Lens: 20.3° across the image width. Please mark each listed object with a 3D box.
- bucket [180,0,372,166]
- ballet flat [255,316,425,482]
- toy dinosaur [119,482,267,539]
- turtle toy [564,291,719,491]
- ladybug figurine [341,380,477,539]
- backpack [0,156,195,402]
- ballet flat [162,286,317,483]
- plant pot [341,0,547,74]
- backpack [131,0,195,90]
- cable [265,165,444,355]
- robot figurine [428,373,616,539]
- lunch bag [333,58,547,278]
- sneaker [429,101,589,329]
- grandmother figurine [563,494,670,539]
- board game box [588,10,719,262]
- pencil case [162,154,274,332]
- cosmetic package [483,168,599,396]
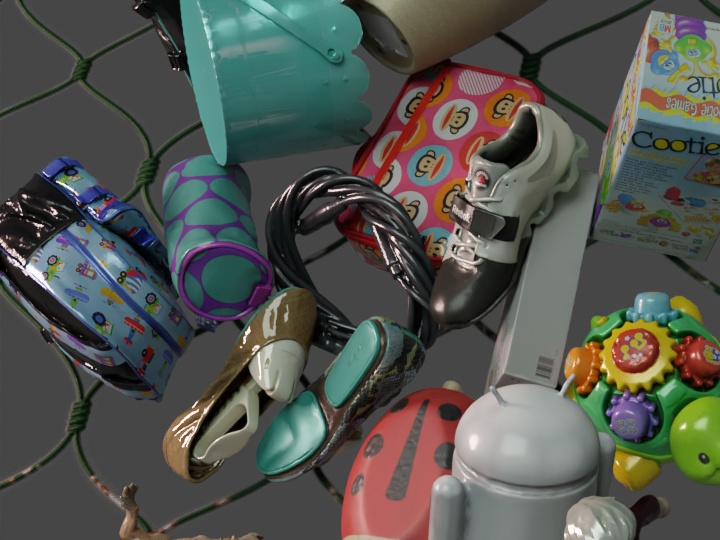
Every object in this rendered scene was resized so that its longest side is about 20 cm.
[{"bbox_3d":[-0.080,-0.195,1.809,0.134,0.208,0.208,-12,54,-11],"label":"bucket"},{"bbox_3d":[-0.012,0.118,1.708,0.200,0.074,0.075,-47,45,35],"label":"ballet flat"},{"bbox_3d":[-0.173,0.276,1.690,0.135,0.086,0.200,38,86,28],"label":"toy dinosaur"},{"bbox_3d":[0.243,0.098,1.597,0.145,0.101,0.200,-40,54,-2],"label":"turtle toy"},{"bbox_3d":[0.046,0.178,1.654,0.135,0.072,0.202,3,62,25],"label":"ladybug figurine"},{"bbox_3d":[-0.227,0.017,1.798,0.135,0.183,0.200,-46,50,-10],"label":"backpack"},{"bbox_3d":[-0.097,0.107,1.735,0.200,0.068,0.072,-48,36,11],"label":"ballet flat"},{"bbox_3d":[0.081,-0.278,1.818,0.187,0.188,0.200,32,68,34],"label":"plant pot"},{"bbox_3d":[-0.149,-0.305,1.961,0.152,0.176,0.201,-28,39,8],"label":"backpack"},{"bbox_3d":[0.000,0.000,1.742,0.199,0.051,0.165,22,112,37],"label":"cable"},{"bbox_3d":[0.125,0.173,1.549,0.168,0.202,0.113,-14,30,-32],"label":"robot figurine"},{"bbox_3d":[0.070,-0.089,1.802,0.175,0.082,0.201,18,70,36],"label":"lunch bag"},{"bbox_3d":[0.104,-0.050,1.649,0.074,0.088,0.201,22,77,42],"label":"sneaker"},{"bbox_3d":[0.189,0.215,1.489,0.060,0.200,0.122,29,77,23],"label":"grandmother figurine"},{"bbox_3d":[0.259,-0.106,1.635,0.104,0.200,0.104,11,64,0],"label":"board game box"},{"bbox_3d":[-0.128,-0.030,1.791,0.085,0.092,0.200,-49,24,16],"label":"pencil case"},{"bbox_3d":[0.151,0.016,1.691,0.050,0.083,0.202,15,65,-1],"label":"cosmetic package"}]
